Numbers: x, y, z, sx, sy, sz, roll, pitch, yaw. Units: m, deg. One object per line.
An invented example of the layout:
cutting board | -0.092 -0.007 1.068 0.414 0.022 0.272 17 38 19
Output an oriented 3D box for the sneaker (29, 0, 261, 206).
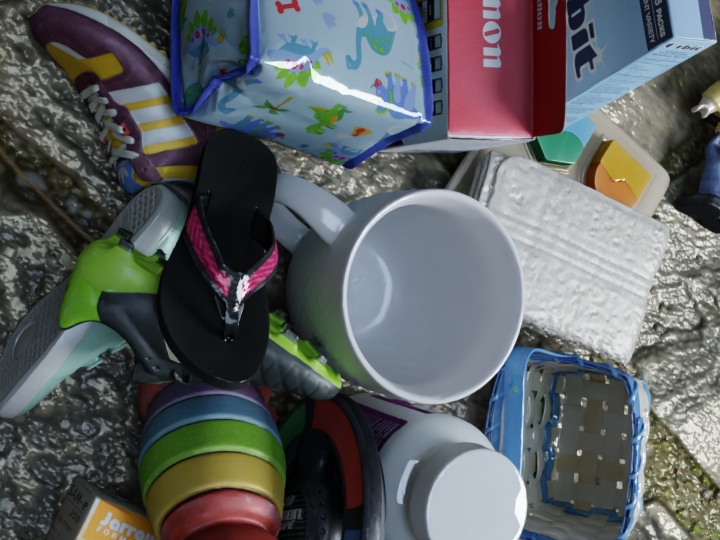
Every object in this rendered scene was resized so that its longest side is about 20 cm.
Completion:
sneaker | -0.165 -0.109 0.806 0.199 0.075 0.091 35 73 -20

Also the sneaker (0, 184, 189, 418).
sneaker | -0.170 0.049 0.805 0.201 0.074 0.118 -47 125 0

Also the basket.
basket | 0.162 0.154 0.911 0.199 0.137 0.180 8 87 -62

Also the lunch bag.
lunch bag | -0.046 -0.197 0.811 0.168 0.126 0.204 12 68 -40

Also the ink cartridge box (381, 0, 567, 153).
ink cartridge box | 0.080 -0.200 0.861 0.082 0.175 0.204 -2 92 -24

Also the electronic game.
electronic game | -0.039 0.188 0.803 0.041 0.199 0.204 14 86 -26

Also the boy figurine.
boy figurine | 0.366 -0.141 1.056 0.123 0.064 0.203 24 81 -23

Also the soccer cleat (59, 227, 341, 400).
soccer cleat | -0.107 0.048 0.750 0.198 0.068 0.082 29 97 -14

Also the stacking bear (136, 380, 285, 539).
stacking bear | -0.096 0.158 0.765 0.112 0.202 0.123 0 133 -15

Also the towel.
towel | 0.169 -0.010 0.950 0.197 0.034 0.135 23 83 -20

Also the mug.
mug | 0.000 0.000 0.829 0.200 0.175 0.149 41 75 -19

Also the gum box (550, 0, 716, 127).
gum box | 0.189 -0.226 0.880 0.044 0.199 0.173 0 79 -24

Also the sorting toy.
sorting toy | 0.178 -0.065 0.986 0.199 0.036 0.187 39 76 -21

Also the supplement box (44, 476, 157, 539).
supplement box | -0.191 0.272 0.805 0.125 0.073 0.203 29 80 -23

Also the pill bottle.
pill bottle | 0.040 0.160 0.838 0.110 0.199 0.115 -1 92 -23

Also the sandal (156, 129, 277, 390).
sandal | -0.085 -0.020 0.716 0.074 0.045 0.203 18 53 -22
